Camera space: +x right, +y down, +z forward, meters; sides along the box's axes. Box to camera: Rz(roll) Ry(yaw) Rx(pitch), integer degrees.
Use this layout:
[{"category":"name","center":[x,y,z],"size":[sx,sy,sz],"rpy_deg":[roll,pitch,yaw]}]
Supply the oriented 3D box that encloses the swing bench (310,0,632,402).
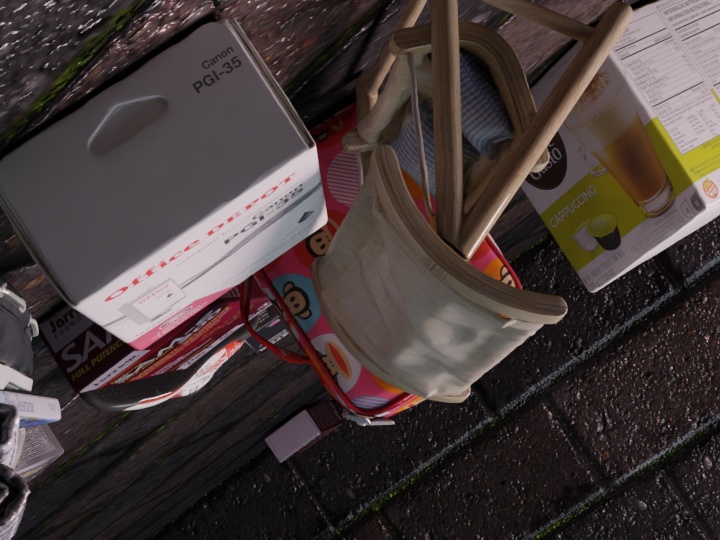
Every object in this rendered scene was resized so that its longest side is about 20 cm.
[{"category":"swing bench","center":[0.051,-0.048,0.854],"size":[0.199,0.129,0.202],"rpy_deg":[124,-16,-68]}]

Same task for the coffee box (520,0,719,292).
[{"category":"coffee box","center":[0.284,-0.134,1.423],"size":[0.199,0.199,0.200],"rpy_deg":[-27,171,-35]}]

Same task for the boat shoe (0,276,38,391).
[{"category":"boat shoe","center":[-0.207,0.030,0.791],"size":[0.200,0.075,0.061],"rpy_deg":[169,-64,-75]}]

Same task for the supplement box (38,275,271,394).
[{"category":"supplement box","center":[-0.145,0.030,1.094],"size":[0.108,0.061,0.200],"rpy_deg":[-36,172,14]}]

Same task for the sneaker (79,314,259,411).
[{"category":"sneaker","center":[-0.181,0.089,1.275],"size":[0.201,0.067,0.108],"rpy_deg":[-31,170,-45]}]

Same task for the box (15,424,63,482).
[{"category":"box","center":[-0.363,0.196,1.211],"size":[0.158,0.049,0.200],"rpy_deg":[-39,172,24]}]

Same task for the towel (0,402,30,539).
[{"category":"towel","center":[-0.282,0.131,0.767],"size":[0.198,0.086,0.166],"rpy_deg":[-3,161,-19]}]

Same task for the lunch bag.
[{"category":"lunch bag","center":[0.000,0.000,1.007],"size":[0.175,0.201,0.082],"rpy_deg":[-31,171,-1]}]

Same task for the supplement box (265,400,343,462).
[{"category":"supplement box","center":[-0.116,0.335,3.054],"size":[0.108,0.061,0.200],"rpy_deg":[-37,173,13]}]

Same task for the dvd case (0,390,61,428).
[{"category":"dvd case","center":[-0.273,0.092,0.874],"size":[0.141,0.018,0.200],"rpy_deg":[-10,173,2]}]

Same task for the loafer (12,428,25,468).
[{"category":"loafer","center":[-0.318,0.148,1.035],"size":[0.199,0.070,0.070],"rpy_deg":[-25,-156,17]}]

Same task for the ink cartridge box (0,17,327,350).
[{"category":"ink cartridge box","center":[-0.099,-0.037,0.786],"size":[0.146,0.083,0.200],"rpy_deg":[-34,173,-4]}]

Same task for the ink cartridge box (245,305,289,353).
[{"category":"ink cartridge box","center":[-0.085,0.045,1.558],"size":[0.094,0.037,0.200],"rpy_deg":[-34,174,-4]}]
